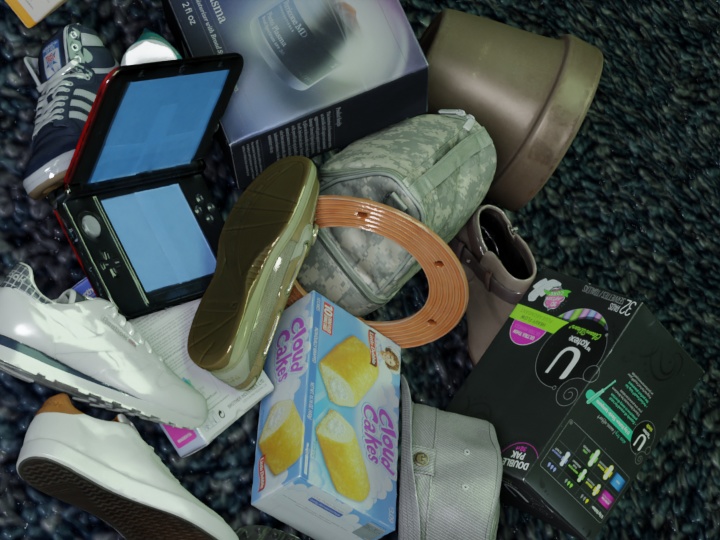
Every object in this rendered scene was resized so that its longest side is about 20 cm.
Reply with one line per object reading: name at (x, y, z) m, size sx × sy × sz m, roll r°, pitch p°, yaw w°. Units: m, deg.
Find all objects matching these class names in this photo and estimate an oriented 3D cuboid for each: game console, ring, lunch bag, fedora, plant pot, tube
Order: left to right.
tube at (-0.178, -0.184, 1.744) m, size 0.078 × 0.050 × 0.200 m, roll 59°, pitch 4°, yaw -7°
game console at (-0.149, -0.071, 1.609) m, size 0.200 × 0.118 × 0.173 m, roll -18°, pitch 78°, yaw -59°
ring at (0.000, 0.000, 1.735) m, size 0.200 × 0.200 × 0.019 m, roll 40°, pitch 47°, yaw -23°
lunch bag at (0.031, -0.063, 1.851) m, size 0.140 × 0.167 × 0.200 m, roll 55°, pitch 34°, yaw -3°
fedora at (0.078, 0.190, 1.704) m, size 0.178 × 0.089 × 0.201 m, roll 88°, pitch 4°, yaw -45°
plant pot at (0.137, -0.188, 2.086) m, size 0.174 × 0.201 × 0.201 m, roll 27°, pitch 41°, yaw -10°

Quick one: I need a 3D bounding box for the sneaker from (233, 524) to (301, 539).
sneaker at (-0.032, 0.284, 1.594) m, size 0.199 × 0.091 × 0.067 m, roll 30°, pitch 54°, yaw 6°

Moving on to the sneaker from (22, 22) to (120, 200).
sneaker at (-0.253, -0.138, 1.649) m, size 0.109 × 0.070 × 0.200 m, roll 56°, pitch 28°, yaw -10°

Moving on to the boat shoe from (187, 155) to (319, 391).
boat shoe at (-0.080, 0.000, 1.644) m, size 0.063 × 0.073 × 0.202 m, roll 39°, pitch 63°, yaw -45°

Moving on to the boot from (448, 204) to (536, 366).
boot at (0.147, 0.036, 1.929) m, size 0.070 × 0.146 × 0.201 m, roll -27°, pitch 71°, yaw -22°

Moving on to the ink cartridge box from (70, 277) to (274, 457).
ink cartridge box at (-0.164, 0.045, 1.641) m, size 0.201 × 0.042 × 0.119 m, roll 59°, pitch 33°, yaw -3°

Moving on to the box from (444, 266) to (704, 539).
box at (0.192, 0.124, 1.827) m, size 0.124 × 0.148 × 0.201 m, roll 43°, pitch 77°, yaw -35°

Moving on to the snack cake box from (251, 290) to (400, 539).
snack cake box at (-0.027, 0.134, 1.716) m, size 0.115 × 0.067 × 0.201 m, roll 32°, pitch 42°, yaw -30°

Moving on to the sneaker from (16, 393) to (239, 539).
sneaker at (-0.168, 0.160, 1.517) m, size 0.200 × 0.073 × 0.085 m, roll 36°, pitch 42°, yaw -25°

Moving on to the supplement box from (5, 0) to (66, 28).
supplement box at (-0.223, -0.310, 1.707) m, size 0.074 × 0.200 × 0.126 m, roll 51°, pitch 36°, yaw -8°

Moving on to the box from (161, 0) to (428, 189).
box at (-0.063, -0.215, 1.803) m, size 0.123 × 0.197 × 0.201 m, roll 90°, pitch -24°, yaw -73°

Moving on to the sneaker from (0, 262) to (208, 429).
sneaker at (-0.197, 0.065, 1.521) m, size 0.199 × 0.076 × 0.081 m, roll 27°, pitch 72°, yaw -30°
